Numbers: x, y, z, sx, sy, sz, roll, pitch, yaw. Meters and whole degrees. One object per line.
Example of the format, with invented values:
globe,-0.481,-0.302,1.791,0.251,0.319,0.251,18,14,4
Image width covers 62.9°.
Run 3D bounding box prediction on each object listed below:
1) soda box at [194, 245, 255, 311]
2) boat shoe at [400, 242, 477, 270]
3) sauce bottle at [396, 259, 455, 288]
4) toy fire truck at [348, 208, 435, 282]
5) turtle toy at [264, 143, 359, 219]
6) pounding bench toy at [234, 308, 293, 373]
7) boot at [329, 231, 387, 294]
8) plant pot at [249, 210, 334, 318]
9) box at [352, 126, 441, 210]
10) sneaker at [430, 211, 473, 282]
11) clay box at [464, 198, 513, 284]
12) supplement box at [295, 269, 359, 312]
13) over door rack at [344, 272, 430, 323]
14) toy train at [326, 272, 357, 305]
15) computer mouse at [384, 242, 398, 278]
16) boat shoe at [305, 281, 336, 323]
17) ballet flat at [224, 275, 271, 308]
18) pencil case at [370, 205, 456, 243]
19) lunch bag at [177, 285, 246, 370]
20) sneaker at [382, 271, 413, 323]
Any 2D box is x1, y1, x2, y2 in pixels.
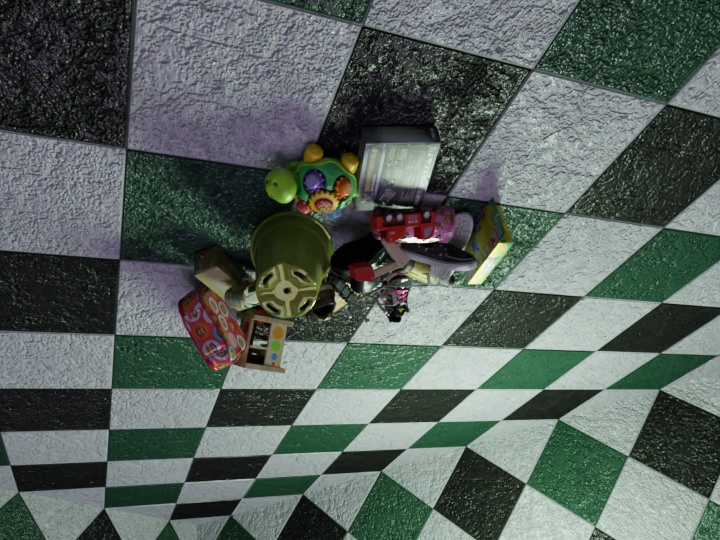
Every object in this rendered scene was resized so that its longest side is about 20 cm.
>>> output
soda box,-0.325,0.022,1.444,0.067,0.065,0.200,-19,146,12
boat shoe,0.185,-0.048,1.418,0.197,0.069,0.058,13,121,23
sauce bottle,0.174,0.002,1.558,0.198,0.066,0.064,23,134,-40
toy fire truck,0.072,-0.056,1.281,0.196,0.049,0.144,-7,103,-19
turtle toy,-0.095,-0.169,1.189,0.196,0.103,0.146,10,142,-15
pounding bench toy,-0.294,0.189,1.639,0.123,0.159,0.199,15,170,-34
boot,0.000,0.000,1.403,0.199,0.076,0.170,-35,152,-36
plant pot,-0.154,0.000,1.286,0.196,0.185,0.204,-1,119,-2
box,0.069,-0.209,1.229,0.155,0.049,0.201,-3,145,-10
sneaker,0.233,-0.068,1.476,0.080,0.076,0.202,-37,155,-48
clay box,0.309,-0.070,1.444,0.047,0.117,0.201,2,145,-20
supplement box,-0.100,0.025,1.503,0.125,0.075,0.198,-35,139,31
over door rack,0.071,0.075,1.494,0.147,0.068,0.199,-25,-176,-40
toy train,-0.045,0.043,1.377,0.034,0.046,0.200,-53,163,-6
computer mouse,0.067,-0.053,1.483,0.058,0.034,0.202,18,139,3
boat shoe,-0.103,0.096,1.472,0.072,0.066,0.201,-3,154,-13
ballet flat,-0.244,0.054,1.439,0.070,0.071,0.199,-35,169,32
pencil case,0.123,-0.111,1.358,0.196,0.084,0.087,3,133,-19
lunch bag,-0.360,0.132,1.471,0.081,0.203,0.176,-24,-172,10
sneaker,0.107,0.078,1.629,0.072,0.089,0.201,-2,145,-13
